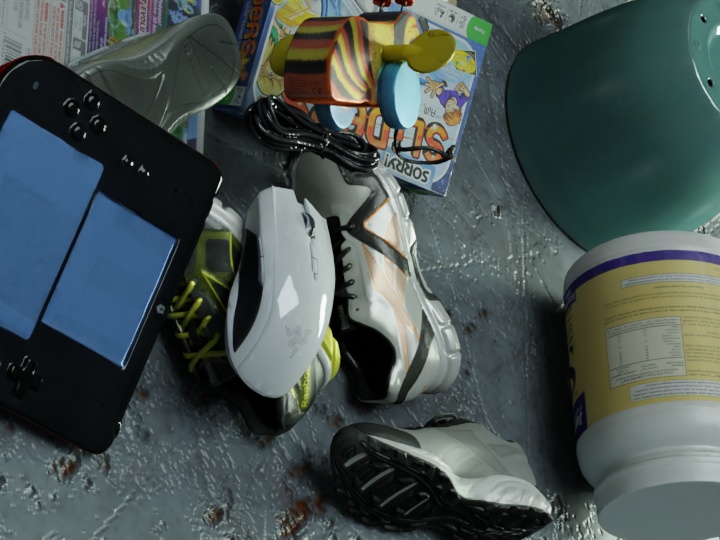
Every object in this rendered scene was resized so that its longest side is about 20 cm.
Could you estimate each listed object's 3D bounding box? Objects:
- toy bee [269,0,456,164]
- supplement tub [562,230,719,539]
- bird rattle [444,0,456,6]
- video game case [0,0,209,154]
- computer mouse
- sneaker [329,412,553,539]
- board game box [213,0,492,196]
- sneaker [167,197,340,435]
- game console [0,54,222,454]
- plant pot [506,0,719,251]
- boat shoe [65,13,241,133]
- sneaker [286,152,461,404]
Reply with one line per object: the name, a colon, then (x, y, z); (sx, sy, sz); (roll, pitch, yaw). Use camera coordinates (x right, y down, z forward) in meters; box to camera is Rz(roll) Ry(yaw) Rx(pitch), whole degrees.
toy bee: (0.002, -0.147, 1.736); (0.200, 0.130, 0.110); (66, 28, -80)
supplement tub: (0.228, 0.087, 1.886); (0.145, 0.145, 0.201); (21, 54, -38)
bird rattle: (0.014, -0.228, 1.879); (0.199, 0.112, 0.164); (0, 85, -43)
video game case: (-0.178, -0.142, 1.683); (0.182, 0.023, 0.201); (25, 51, -35)
computer mouse: (-0.039, -0.015, 1.632); (0.109, 0.044, 0.201); (30, 57, -41)
sneaker: (0.048, 0.134, 1.737); (0.200, 0.074, 0.080); (22, 45, -45)
board game box: (-0.003, -0.147, 1.817); (0.199, 0.034, 0.136); (20, 83, -38)
sneaker: (-0.091, 0.025, 1.638); (0.200, 0.074, 0.085); (43, 44, -21)
game console: (-0.183, -0.011, 1.538); (0.176, 0.031, 0.201); (31, 75, -31)
plant pot: (0.241, -0.127, 2.007); (0.200, 0.161, 0.202); (23, 54, -36)
boat shoe: (-0.158, -0.109, 1.629); (0.202, 0.064, 0.075); (-40, 118, -44)
sneaker: (0.000, 0.000, 1.751); (0.080, 0.074, 0.201); (-24, 87, -48)
